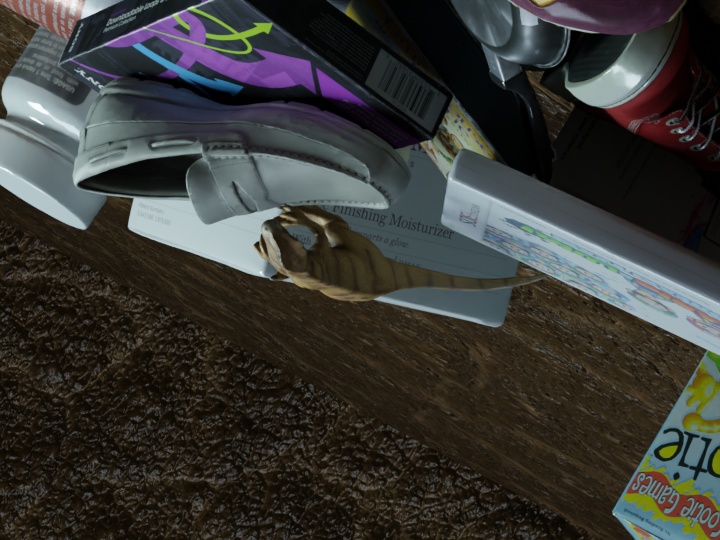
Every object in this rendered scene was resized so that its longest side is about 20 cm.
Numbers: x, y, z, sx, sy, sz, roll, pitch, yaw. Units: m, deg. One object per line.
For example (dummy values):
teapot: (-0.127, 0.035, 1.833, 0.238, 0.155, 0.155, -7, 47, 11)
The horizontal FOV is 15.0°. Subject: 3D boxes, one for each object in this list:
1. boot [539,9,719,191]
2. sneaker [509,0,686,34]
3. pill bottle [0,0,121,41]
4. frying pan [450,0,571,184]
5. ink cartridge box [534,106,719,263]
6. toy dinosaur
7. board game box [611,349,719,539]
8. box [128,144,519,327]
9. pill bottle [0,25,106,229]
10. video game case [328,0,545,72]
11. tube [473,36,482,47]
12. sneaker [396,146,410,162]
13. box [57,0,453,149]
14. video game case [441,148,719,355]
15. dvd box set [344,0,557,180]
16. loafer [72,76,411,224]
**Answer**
boot: (0.177, -0.087, 1.414, 0.144, 0.073, 0.200, 32, 179, -3)
sneaker: (0.065, -0.176, 1.272, 0.200, 0.075, 0.090, 30, 176, 4)
pill bottle: (-0.183, -0.210, 1.816, 0.200, 0.112, 0.112, 30, 171, 13)
frying pan: (0.066, -0.132, 1.401, 0.115, 0.031, 0.190, 55, 159, 26)
ink cartridge box: (0.209, -0.021, 1.609, 0.200, 0.084, 0.145, 30, 170, 12)
toy dinosaur: (0.000, 0.000, 1.563, 0.200, 0.061, 0.106, 5, -159, -48)
board game box: (0.263, 0.105, 1.747, 0.103, 0.200, 0.105, 27, 171, 25)
box: (-0.018, -0.056, 1.851, 0.199, 0.131, 0.200, 12, -177, -33)
pill bottle: (-0.180, -0.137, 1.918, 0.114, 0.200, 0.114, 31, 171, 5)
video game case: (0.004, -0.181, 1.636, 0.182, 0.023, 0.200, 35, 172, -24)
tube: (0.086, -0.153, 1.426, 0.078, 0.050, 0.200, 51, 171, 6)
sneaker: (-0.056, -0.137, 1.616, 0.147, 0.081, 0.200, 56, 177, -38)
box: (-0.062, -0.106, 1.502, 0.143, 0.036, 0.200, 34, 157, -24)
video game case: (0.139, -0.004, 1.502, 0.200, 0.024, 0.182, 25, 174, 3)
dvd box set: (0.046, -0.104, 1.562, 0.146, 0.029, 0.200, 53, 174, 0)
loafer: (-0.066, -0.055, 1.483, 0.200, 0.070, 0.070, 9, 155, 31)
